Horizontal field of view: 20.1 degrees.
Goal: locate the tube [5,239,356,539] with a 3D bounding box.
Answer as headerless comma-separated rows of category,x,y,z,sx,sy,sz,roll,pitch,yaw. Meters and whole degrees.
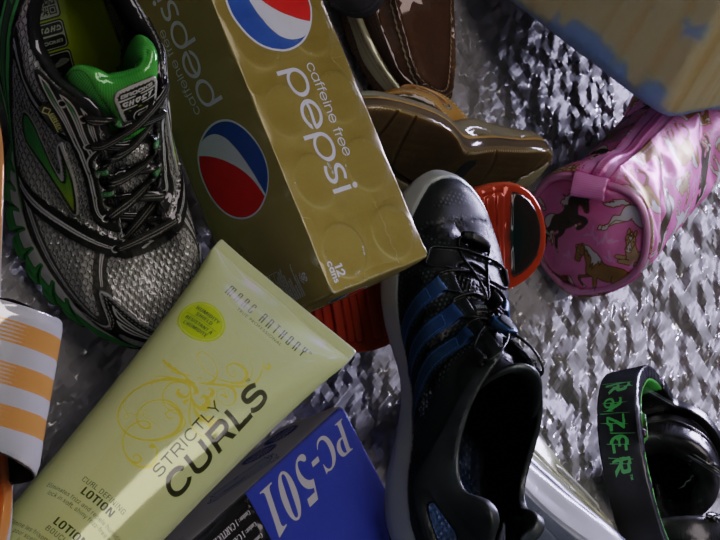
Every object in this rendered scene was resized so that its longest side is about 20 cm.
tube,-0.086,0.073,0.820,0.200,0.052,0.058,-48,127,-33

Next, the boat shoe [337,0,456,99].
boat shoe,0.026,-0.189,1.147,0.074,0.075,0.204,6,65,-50

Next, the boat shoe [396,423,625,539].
boat shoe,0.097,0.128,1.058,0.200,0.072,0.062,49,34,-20

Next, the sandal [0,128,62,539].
sandal,-0.147,0.009,0.746,0.079,0.059,0.209,15,66,-48

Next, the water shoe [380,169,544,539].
water shoe,0.058,0.043,0.952,0.071,0.079,0.202,15,66,-37

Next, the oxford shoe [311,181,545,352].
oxford shoe,0.000,0.000,1.022,0.199,0.072,0.072,-11,96,-37

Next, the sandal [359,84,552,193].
sandal,0.030,-0.069,1.088,0.199,0.080,0.054,3,52,-53

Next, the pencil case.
pencil case,0.172,-0.057,1.252,0.087,0.082,0.200,59,37,-9

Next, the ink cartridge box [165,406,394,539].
ink cartridge box,-0.049,0.146,0.881,0.095,0.044,0.200,62,35,-7

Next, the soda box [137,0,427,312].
soda box,-0.047,-0.080,0.923,0.067,0.064,0.201,-20,88,-44

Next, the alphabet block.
alphabet block,0.207,-0.234,1.242,0.195,0.201,0.196,39,28,22

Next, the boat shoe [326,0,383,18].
boat shoe,-0.025,-0.227,1.118,0.066,0.069,0.201,56,12,-65

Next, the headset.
headset,0.190,0.133,1.147,0.200,0.093,0.124,55,28,-47

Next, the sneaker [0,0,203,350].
sneaker,-0.113,-0.055,0.853,0.078,0.085,0.201,-30,111,-27
